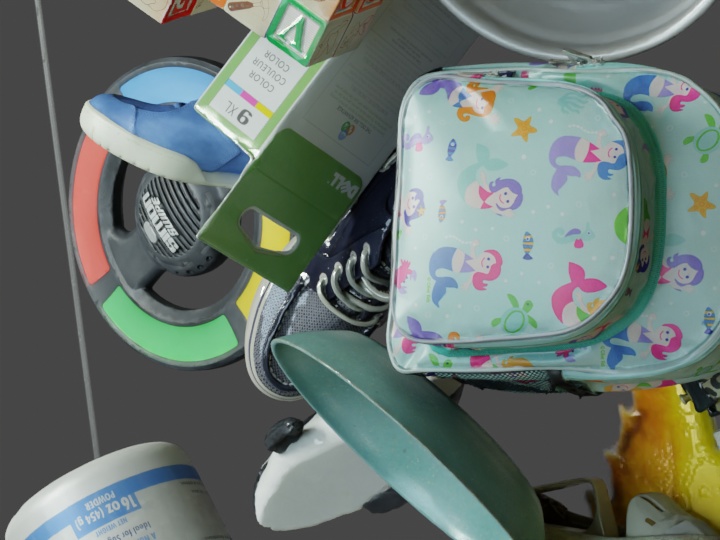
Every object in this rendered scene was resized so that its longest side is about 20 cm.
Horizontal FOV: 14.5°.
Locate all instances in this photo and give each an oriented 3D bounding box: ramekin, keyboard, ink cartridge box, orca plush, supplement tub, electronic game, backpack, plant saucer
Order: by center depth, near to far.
[{"bbox_3d":[0.114,-0.024,1.466,0.200,0.151,0.178,3,85,19],"label":"backpack"},{"bbox_3d":[0.122,-0.218,1.505,0.200,0.105,0.200,6,111,16],"label":"ramekin"},{"bbox_3d":[0.035,0.095,1.567,0.200,0.200,0.036,36,78,31],"label":"plant saucer"},{"bbox_3d":[-0.023,-0.096,1.581,0.059,0.104,0.200,38,92,33],"label":"ink cartridge box"},{"bbox_3d":[0.064,0.206,1.679,0.011,0.056,0.200,-4,93,1],"label":"keyboard"},{"bbox_3d":[0.000,0.079,1.699,0.200,0.105,0.071,120,158,-44],"label":"orca plush"},{"bbox_3d":[-0.126,0.221,1.781,0.132,0.132,0.200,-42,69,35],"label":"supplement tub"},{"bbox_3d":[-0.111,-0.036,1.795,0.200,0.042,0.200,6,99,39],"label":"electronic game"}]

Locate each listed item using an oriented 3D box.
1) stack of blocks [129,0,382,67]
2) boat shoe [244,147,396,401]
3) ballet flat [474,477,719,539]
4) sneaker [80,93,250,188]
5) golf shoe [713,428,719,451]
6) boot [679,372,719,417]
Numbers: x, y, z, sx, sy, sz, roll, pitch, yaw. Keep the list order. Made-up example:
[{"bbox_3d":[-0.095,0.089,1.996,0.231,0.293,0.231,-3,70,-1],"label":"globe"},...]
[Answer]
[{"bbox_3d":[-0.080,-0.190,1.507,0.200,0.059,0.115,36,118,15],"label":"stack of blocks"},{"bbox_3d":[0.000,0.000,1.629,0.200,0.075,0.093,-58,15,12],"label":"boat shoe"},{"bbox_3d":[0.143,0.149,1.595,0.200,0.067,0.062,3,90,39],"label":"ballet flat"},{"bbox_3d":[-0.059,-0.101,1.684,0.200,0.077,0.111,17,103,1],"label":"sneaker"},{"bbox_3d":[0.226,0.118,1.497,0.097,0.078,0.200,22,103,6],"label":"golf shoe"},{"bbox_3d":[0.147,0.019,1.565,0.204,0.073,0.154,-35,72,31],"label":"boot"}]
